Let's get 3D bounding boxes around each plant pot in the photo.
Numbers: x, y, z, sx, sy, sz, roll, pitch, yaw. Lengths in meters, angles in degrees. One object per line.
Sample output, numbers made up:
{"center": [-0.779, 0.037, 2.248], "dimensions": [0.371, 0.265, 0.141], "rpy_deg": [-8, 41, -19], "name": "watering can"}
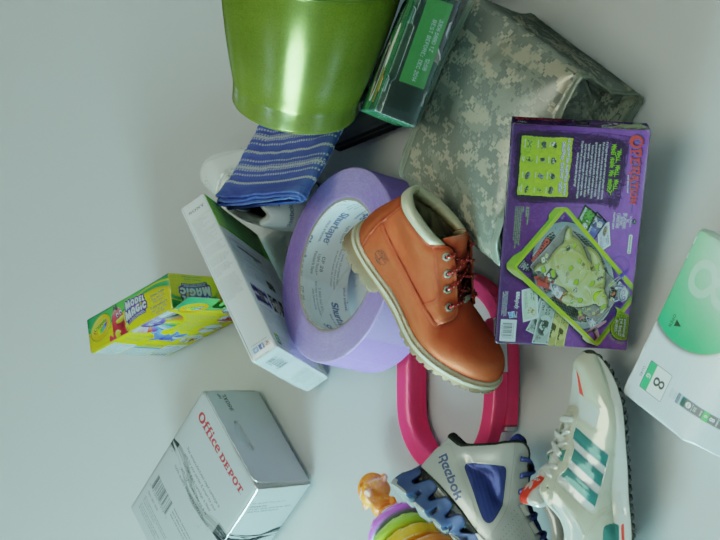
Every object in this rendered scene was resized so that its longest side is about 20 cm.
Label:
{"center": [-0.055, -0.247, 1.463], "dimensions": [0.200, 0.199, 0.194], "rpy_deg": [40, 132, 41], "name": "plant pot"}

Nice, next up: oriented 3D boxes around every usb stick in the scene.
{"center": [0.034, -0.174, 1.541], "dimensions": [0.199, 0.032, 0.056], "rpy_deg": [-18, 72, 45], "name": "usb stick"}

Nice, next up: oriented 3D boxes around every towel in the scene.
{"center": [-0.069, -0.151, 1.586], "dimensions": [0.144, 0.024, 0.201], "rpy_deg": [-2, 54, 47], "name": "towel"}

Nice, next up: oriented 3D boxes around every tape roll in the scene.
{"center": [0.000, 0.000, 1.514], "dimensions": [0.199, 0.065, 0.202], "rpy_deg": [-25, 59, 49], "name": "tape roll"}

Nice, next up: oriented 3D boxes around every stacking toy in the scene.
{"center": [0.045, 0.271, 1.460], "dimensions": [0.117, 0.109, 0.200], "rpy_deg": [-58, 39, 19], "name": "stacking toy"}

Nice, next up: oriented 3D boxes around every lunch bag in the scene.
{"center": [0.136, -0.121, 1.368], "dimensions": [0.164, 0.117, 0.201], "rpy_deg": [44, 113, 38], "name": "lunch bag"}

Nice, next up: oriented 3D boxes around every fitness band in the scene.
{"center": [0.094, 0.101, 1.458], "dimensions": [0.143, 0.037, 0.202], "rpy_deg": [-3, 84, 50], "name": "fitness band"}

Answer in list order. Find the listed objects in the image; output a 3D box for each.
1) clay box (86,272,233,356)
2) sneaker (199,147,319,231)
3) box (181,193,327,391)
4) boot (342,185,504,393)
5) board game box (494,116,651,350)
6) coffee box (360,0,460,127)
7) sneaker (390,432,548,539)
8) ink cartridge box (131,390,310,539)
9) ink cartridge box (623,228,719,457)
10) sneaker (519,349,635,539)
{"center": [-0.218, 0.050, 1.735], "dimensions": [0.199, 0.114, 0.048], "rpy_deg": [-27, 67, 42], "name": "clay box"}
{"center": [-0.126, -0.094, 1.667], "dimensions": [0.199, 0.087, 0.075], "rpy_deg": [23, 110, 47], "name": "sneaker"}
{"center": [-0.114, 0.025, 1.598], "dimensions": [0.036, 0.144, 0.201], "rpy_deg": [-31, 64, 9], "name": "box"}
{"center": [0.078, 0.018, 1.354], "dimensions": [0.200, 0.075, 0.107], "rpy_deg": [51, 129, 2], "name": "boot"}
{"center": [0.182, -0.031, 1.287], "dimensions": [0.119, 0.032, 0.202], "rpy_deg": [5, 110, 4], "name": "board game box"}
{"center": [0.045, -0.199, 1.401], "dimensions": [0.200, 0.044, 0.124], "rpy_deg": [-129, 60, -84], "name": "coffee box"}
{"center": [0.135, 0.215, 1.350], "dimensions": [0.199, 0.081, 0.115], "rpy_deg": [39, 83, 14], "name": "sneaker"}
{"center": [-0.160, 0.254, 1.680], "dimensions": [0.201, 0.084, 0.145], "rpy_deg": [-56, 51, 29], "name": "ink cartridge box"}
{"center": [0.323, 0.083, 1.202], "dimensions": [0.200, 0.050, 0.162], "rpy_deg": [41, 116, 43], "name": "ink cartridge box"}
{"center": [0.185, 0.172, 1.297], "dimensions": [0.070, 0.092, 0.202], "rpy_deg": [109, 157, -85], "name": "sneaker"}
